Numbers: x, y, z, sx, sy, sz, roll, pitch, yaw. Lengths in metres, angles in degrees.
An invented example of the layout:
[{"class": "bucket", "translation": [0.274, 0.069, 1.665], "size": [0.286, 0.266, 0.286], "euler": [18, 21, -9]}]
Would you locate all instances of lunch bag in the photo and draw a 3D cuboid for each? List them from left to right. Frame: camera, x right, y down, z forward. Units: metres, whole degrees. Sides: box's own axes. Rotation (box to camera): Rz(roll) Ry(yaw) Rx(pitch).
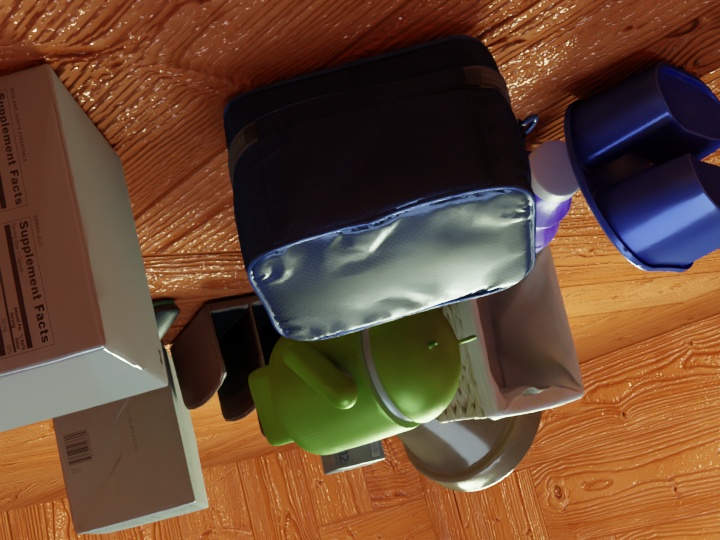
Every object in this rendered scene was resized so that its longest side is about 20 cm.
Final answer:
[{"class": "lunch bag", "translation": [0.018, -0.058, 0.665], "size": [0.197, 0.134, 0.136], "euler": [-14, 152, -1]}]

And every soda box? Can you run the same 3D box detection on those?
[{"class": "soda box", "translation": [-0.029, 0.131, 1.260], "size": [0.062, 0.203, 0.068], "euler": [-10, 168, -16]}]

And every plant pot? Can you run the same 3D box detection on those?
[{"class": "plant pot", "translation": [0.097, 0.148, 1.309], "size": [0.198, 0.203, 0.174], "euler": [-23, 141, 33]}]

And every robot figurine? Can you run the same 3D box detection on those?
[{"class": "robot figurine", "translation": [0.001, 0.090, 0.932], "size": [0.198, 0.117, 0.175], "euler": [-22, 172, 28]}]

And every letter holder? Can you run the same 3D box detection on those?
[{"class": "letter holder", "translation": [-0.137, 0.123, 1.227], "size": [0.099, 0.144, 0.200], "euler": [-10, 167, -24]}]

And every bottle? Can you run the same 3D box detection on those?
[{"class": "bottle", "translation": [0.134, -0.053, 0.931], "size": [0.064, 0.085, 0.200], "euler": [-11, 168, -15]}]

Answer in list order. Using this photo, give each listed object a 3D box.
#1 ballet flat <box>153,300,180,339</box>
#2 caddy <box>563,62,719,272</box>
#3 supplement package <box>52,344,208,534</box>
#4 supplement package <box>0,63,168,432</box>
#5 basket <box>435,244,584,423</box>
[{"class": "ballet flat", "translation": [-0.271, 0.089, 1.087], "size": [0.197, 0.074, 0.073], "euler": [-16, 168, 0]}, {"class": "caddy", "translation": [0.228, -0.074, 0.831], "size": [0.104, 0.143, 0.199], "euler": [-29, 162, 32]}, {"class": "supplement package", "translation": [-0.283, 0.215, 1.330], "size": [0.145, 0.194, 0.200], "euler": [-13, 167, -7]}, {"class": "supplement package", "translation": [-0.229, 0.008, 0.588], "size": [0.197, 0.153, 0.152], "euler": [-15, 167, -2]}, {"class": "basket", "translation": [0.143, 0.062, 1.195], "size": [0.134, 0.203, 0.123], "euler": [-7, 170, -33]}]
